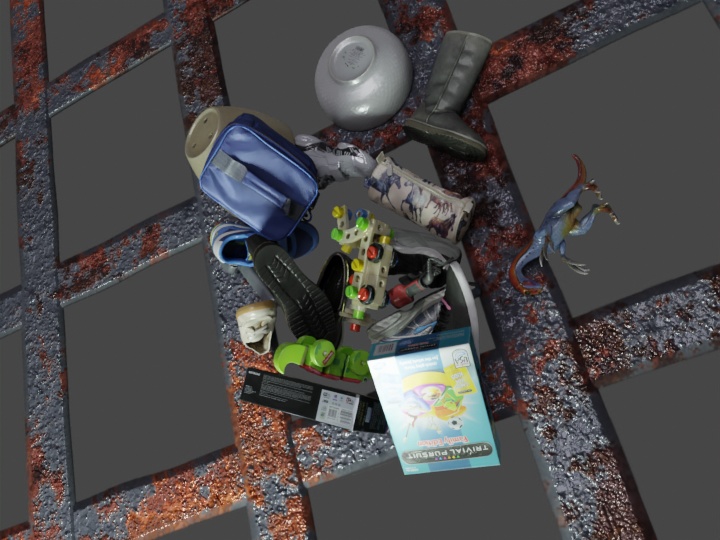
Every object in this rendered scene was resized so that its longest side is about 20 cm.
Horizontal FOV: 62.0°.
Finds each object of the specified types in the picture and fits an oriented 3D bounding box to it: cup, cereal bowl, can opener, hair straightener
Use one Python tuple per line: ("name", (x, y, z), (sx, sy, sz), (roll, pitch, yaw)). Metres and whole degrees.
("cup", (-0.238, -0.219, 1.106), (0.197, 0.142, 0.206), (-20, 58, 35))
("cereal bowl", (-0.004, -0.372, 1.120), (0.194, 0.083, 0.207), (-7, 72, 21))
("can opener", (-0.205, 0.007, 1.119), (0.201, 0.052, 0.068), (49, 127, 26))
("hair straightener", (0.089, 0.004, 0.886), (0.041, 0.200, 0.077), (43, 72, 4))

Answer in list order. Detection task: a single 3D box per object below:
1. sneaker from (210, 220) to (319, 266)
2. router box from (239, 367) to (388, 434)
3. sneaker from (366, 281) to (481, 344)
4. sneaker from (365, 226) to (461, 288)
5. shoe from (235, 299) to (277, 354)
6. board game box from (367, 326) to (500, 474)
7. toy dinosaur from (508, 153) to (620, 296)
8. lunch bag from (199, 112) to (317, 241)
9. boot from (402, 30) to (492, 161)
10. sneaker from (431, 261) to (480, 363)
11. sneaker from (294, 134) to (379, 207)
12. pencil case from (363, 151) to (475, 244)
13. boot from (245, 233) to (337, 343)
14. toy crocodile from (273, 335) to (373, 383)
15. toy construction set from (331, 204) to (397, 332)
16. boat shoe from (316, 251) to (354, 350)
("sneaker", (-0.168, -0.043, 1.059), (0.193, 0.083, 0.076), (-5, 111, -9))
("router box", (-0.065, 0.205, 0.934), (0.194, 0.157, 0.054), (9, 77, 23))
("sneaker", (0.111, 0.087, 0.955), (0.196, 0.077, 0.088), (-29, 83, 15))
("sneaker", (0.081, -0.033, 1.001), (0.197, 0.076, 0.079), (24, 45, 35))
("shoe", (-0.168, 0.096, 0.999), (0.068, 0.201, 0.055), (-17, 75, -14))
("board game box", (0.109, 0.192, 0.861), (0.147, 0.047, 0.205), (-12, 111, 18))
("toy dinosaur", (0.302, -0.051, 0.925), (0.179, 0.105, 0.202), (-34, 27, 23))
("lunch bag", (-0.159, -0.146, 0.984), (0.197, 0.133, 0.137), (33, 108, -16))
("boot", (0.180, -0.307, 1.041), (0.179, 0.073, 0.203), (28, 80, 24))
("sneaker", (0.120, 0.092, 0.880), (0.096, 0.071, 0.206), (-10, 111, -2))
("sneaker", (-0.059, -0.171, 1.091), (0.196, 0.075, 0.118), (20, 84, 31))
("pencil case", (0.101, -0.119, 0.998), (0.197, 0.090, 0.078), (31, 69, 27))
("boot", (-0.114, 0.028, 0.981), (0.076, 0.204, 0.138), (-31, 22, -10))
("toy crocodile", (-0.042, 0.144, 0.927), (0.067, 0.196, 0.064), (3, 77, 54))
("toy construction set", (0.000, 0.000, 0.949), (0.129, 0.090, 0.207), (7, 98, 48))
("boat shoe", (-0.059, 0.069, 1.024), (0.070, 0.060, 0.207), (11, 79, 24))
